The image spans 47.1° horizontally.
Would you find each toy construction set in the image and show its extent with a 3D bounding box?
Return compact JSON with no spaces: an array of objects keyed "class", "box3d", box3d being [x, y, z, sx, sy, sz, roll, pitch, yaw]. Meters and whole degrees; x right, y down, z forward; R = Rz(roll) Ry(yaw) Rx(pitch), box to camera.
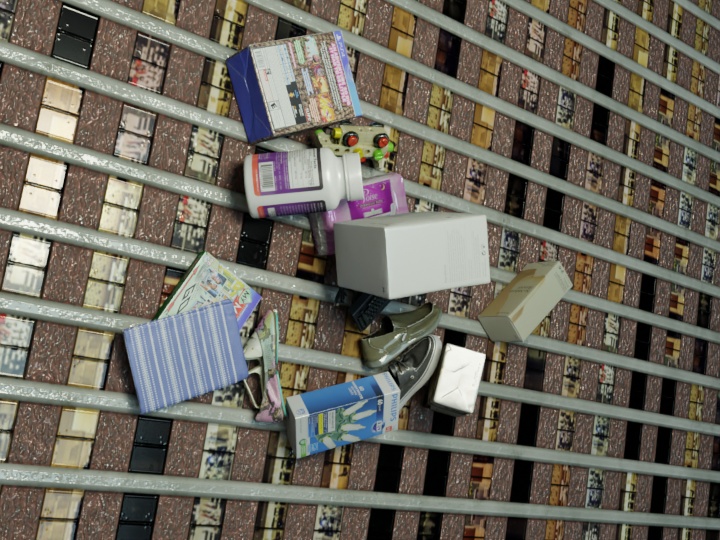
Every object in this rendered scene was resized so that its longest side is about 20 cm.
[{"class":"toy construction set","box3d":[-0.016,-0.218,1.547,0.200,0.131,0.092,-14,51,-35]}]

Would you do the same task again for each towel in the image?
[{"class":"towel","box3d":[-0.287,0.139,1.371,0.200,0.024,0.145,-16,99,-32]}]

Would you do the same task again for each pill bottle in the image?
[{"class":"pill bottle","box3d":[-0.097,-0.155,1.439,0.199,0.111,0.112,-5,91,-1]}]

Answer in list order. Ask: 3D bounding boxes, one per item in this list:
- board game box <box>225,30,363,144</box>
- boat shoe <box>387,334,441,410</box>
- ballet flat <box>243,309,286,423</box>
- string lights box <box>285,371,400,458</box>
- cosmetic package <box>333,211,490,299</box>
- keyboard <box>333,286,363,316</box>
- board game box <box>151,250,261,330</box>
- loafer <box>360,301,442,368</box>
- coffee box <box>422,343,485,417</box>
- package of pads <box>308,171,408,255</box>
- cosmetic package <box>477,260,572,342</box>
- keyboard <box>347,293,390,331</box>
[{"class":"board game box","box3d":[-0.118,-0.331,1.493,0.200,0.097,0.160,-20,99,-33]},{"class":"boat shoe","box3d":[0.075,0.200,1.581,0.066,0.070,0.200,28,108,-38]},{"class":"ballet flat","box3d":[-0.174,0.172,1.457,0.071,0.069,0.201,-5,91,-16]},{"class":"string lights box","box3d":[-0.032,0.260,1.494,0.199,0.059,0.103,-12,127,-18]},{"class":"cosmetic package","box3d":[0.084,-0.033,1.427,0.199,0.199,0.123,-10,100,-26]},{"class":"keyboard","box3d":[0.000,0.000,1.553,0.127,0.021,0.201,-18,125,-40]},{"class":"board game box","box3d":[-0.274,0.086,1.408,0.135,0.029,0.200,41,66,-25]},{"class":"loafer","box3d":[0.079,0.113,1.620,0.200,0.075,0.070,-35,104,-29]},{"class":"coffee box","box3d":[0.179,0.218,1.605,0.079,0.200,0.115,15,77,2]},{"class":"package of pads","box3d":[-0.004,-0.110,1.573,0.200,0.076,0.121,-18,102,-33]},{"class":"cosmetic package","box3d":[0.359,0.067,1.798,0.200,0.105,0.071,-43,109,-30]},{"class":"keyboard","box3d":[0.050,0.016,1.573,0.200,0.021,0.127,-48,142,-16]}]
